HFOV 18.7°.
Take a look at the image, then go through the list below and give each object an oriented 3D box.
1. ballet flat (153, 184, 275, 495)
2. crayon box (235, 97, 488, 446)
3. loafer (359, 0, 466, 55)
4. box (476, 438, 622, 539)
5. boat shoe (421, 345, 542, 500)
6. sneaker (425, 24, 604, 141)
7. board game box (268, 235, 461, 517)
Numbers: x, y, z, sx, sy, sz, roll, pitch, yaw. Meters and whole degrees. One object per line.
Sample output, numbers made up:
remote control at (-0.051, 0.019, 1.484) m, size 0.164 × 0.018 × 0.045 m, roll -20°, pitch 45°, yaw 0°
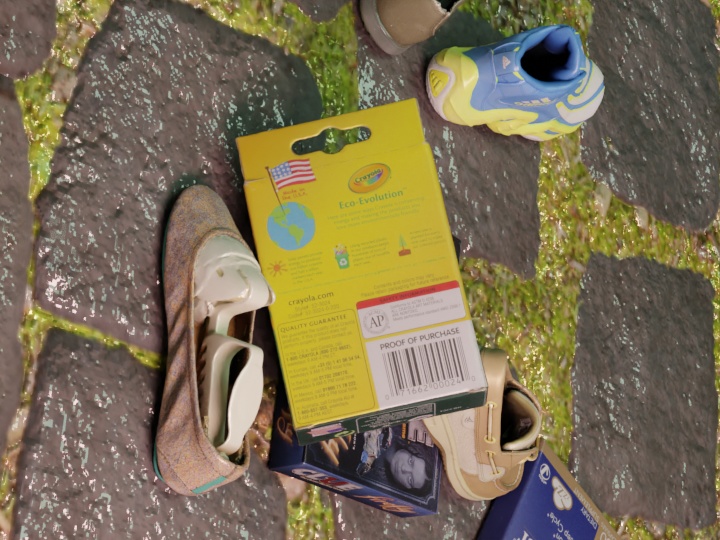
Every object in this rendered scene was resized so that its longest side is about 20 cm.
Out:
ballet flat at (-0.085, 0.039, 1.358) m, size 0.068 × 0.067 × 0.201 m, roll 15°, pitch 69°, yaw -44°
crayon box at (0.000, 0.000, 1.404) m, size 0.051 × 0.126 × 0.201 m, roll 82°, pitch -4°, yaw -73°
loafer at (0.073, -0.230, 1.599) m, size 0.075 × 0.069 × 0.200 m, roll 53°, pitch 47°, yaw -25°
box at (0.121, 0.236, 1.569) m, size 0.121 × 0.032 × 0.200 m, roll 51°, pitch 48°, yaw -27°
boat shoe at (0.090, 0.107, 1.493) m, size 0.200 × 0.066 × 0.074 m, roll 55°, pitch 38°, yaw -61°
sneaker at (0.144, -0.141, 1.631) m, size 0.199 × 0.105 × 0.076 m, roll -9°, pitch 88°, yaw -48°
board game box at (0.006, 0.053, 1.482) m, size 0.135 × 0.034 × 0.201 m, roll 25°, pitch 63°, yaw -43°
